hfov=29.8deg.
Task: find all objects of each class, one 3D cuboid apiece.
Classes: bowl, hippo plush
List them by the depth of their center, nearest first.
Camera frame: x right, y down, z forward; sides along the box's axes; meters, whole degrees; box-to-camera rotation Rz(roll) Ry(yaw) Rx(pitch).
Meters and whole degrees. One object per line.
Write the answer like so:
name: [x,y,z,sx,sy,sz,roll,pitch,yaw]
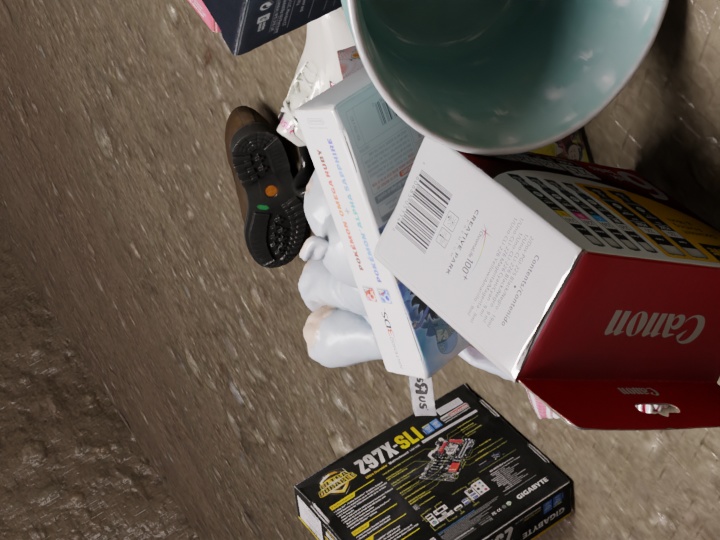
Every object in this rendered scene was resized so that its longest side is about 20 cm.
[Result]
bowl: [0.064,-0.174,0.748,0.105,0.199,0.203,38,150,59]
hippo plush: [0.000,0.000,1.059,0.161,0.158,0.202,48,-158,-51]

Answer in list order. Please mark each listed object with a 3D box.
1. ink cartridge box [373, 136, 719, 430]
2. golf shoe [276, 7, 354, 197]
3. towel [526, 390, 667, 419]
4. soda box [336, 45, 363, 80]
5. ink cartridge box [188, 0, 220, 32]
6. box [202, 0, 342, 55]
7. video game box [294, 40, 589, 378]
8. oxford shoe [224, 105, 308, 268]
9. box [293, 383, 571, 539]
ink cartridge box: [0.140,0.008,0.774,0.175,0.198,0.085,43,117,39]
golf shoe: [-0.027,-0.142,1.138,0.073,0.091,0.202,44,152,40]
towel: [0.150,0.049,1.051,0.148,0.030,0.200,64,160,-3]
soda box: [0.026,-0.110,0.980,0.201,0.063,0.069,-99,-9,-64]
ink cartridge box: [-0.132,-0.330,1.158,0.147,0.082,0.201,52,158,24]
box: [-0.027,-0.255,0.839,0.149,0.199,0.107,58,160,11]
video game box: [0.066,-0.062,0.864,0.047,0.199,0.184,4,121,49]
oxford shoe: [-0.100,-0.089,1.431,0.085,0.072,0.202,-116,15,-46]
box: [0.065,0.205,1.209,0.159,0.199,0.050,39,149,43]
